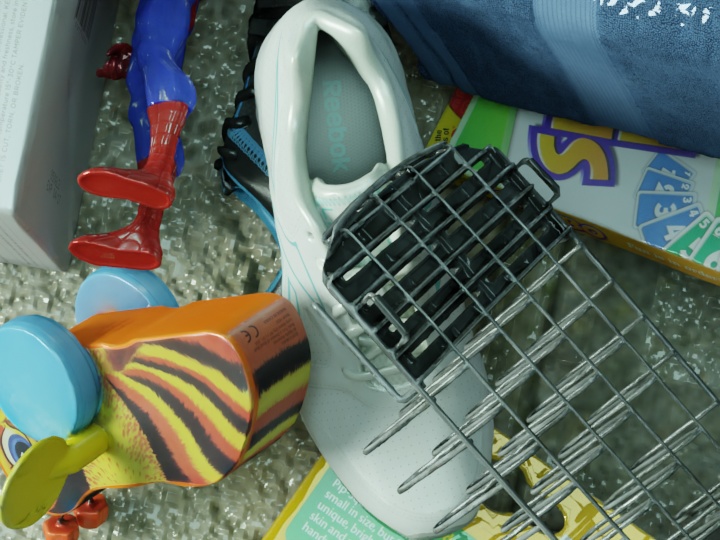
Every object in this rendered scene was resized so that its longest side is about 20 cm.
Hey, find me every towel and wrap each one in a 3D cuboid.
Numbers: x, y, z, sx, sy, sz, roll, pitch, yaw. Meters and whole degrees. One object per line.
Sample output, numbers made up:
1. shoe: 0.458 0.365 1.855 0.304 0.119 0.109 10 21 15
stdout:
1. towel: 0.099 -0.085 0.725 0.199 0.112 0.049 18 76 27

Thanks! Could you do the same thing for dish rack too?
1. dish rack: 0.063 0.053 0.671 0.200 0.153 0.055 49 123 1

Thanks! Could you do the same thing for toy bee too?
1. toy bee: -0.095 0.052 0.773 0.130 0.200 0.109 -23 114 -27

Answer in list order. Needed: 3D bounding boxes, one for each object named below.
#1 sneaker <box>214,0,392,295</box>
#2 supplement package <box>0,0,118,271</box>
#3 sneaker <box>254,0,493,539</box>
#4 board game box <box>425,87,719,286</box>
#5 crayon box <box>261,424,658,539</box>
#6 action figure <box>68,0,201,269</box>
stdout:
1. sneaker: -0.023 -0.069 0.801 0.081 0.073 0.201 -14 80 1
2. supplement package: -0.205 -0.082 0.783 0.199 0.121 0.120 9 80 2
3. sneaker: 0.000 0.000 0.730 0.070 0.080 0.201 -15 90 0
4. board game box: 0.121 -0.051 0.783 0.199 0.030 0.096 22 79 30
5. crayon box: 0.006 0.151 0.775 0.125 0.052 0.200 35 84 6
6. action figure: -0.077 -0.097 0.789 0.051 0.066 0.201 10 53 0
